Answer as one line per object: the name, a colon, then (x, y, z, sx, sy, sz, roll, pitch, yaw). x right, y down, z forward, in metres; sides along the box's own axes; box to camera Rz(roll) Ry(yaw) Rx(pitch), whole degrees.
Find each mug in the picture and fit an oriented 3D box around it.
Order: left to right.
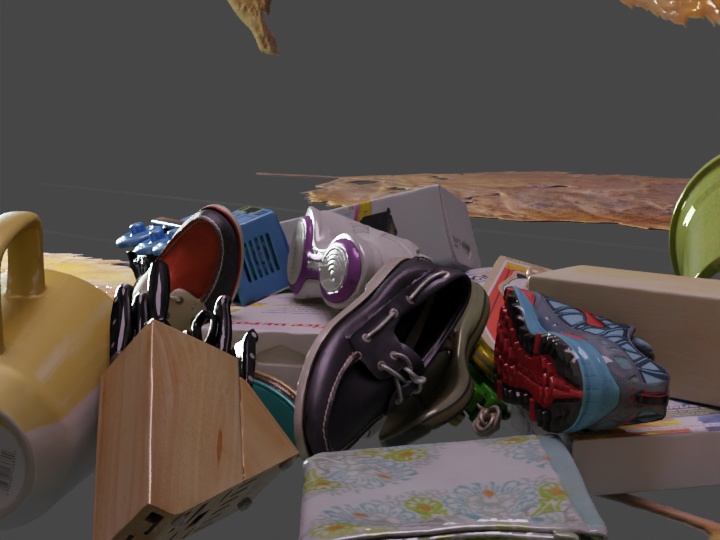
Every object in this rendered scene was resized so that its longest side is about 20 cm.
mug: (-0.238, 0.078, 0.952, 0.149, 0.187, 0.153, -28, 12, 15)

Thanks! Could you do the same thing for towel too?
towel: (0.048, 0.142, 0.861, 0.169, 0.049, 0.200, -1, 9, 0)

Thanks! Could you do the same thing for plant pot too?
plant pot: (0.354, 0.009, 1.252, 0.198, 0.202, 0.184, 1, 22, 19)

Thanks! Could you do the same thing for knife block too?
knife block: (-0.131, 0.078, 0.915, 0.064, 0.176, 0.200, -46, -14, 28)

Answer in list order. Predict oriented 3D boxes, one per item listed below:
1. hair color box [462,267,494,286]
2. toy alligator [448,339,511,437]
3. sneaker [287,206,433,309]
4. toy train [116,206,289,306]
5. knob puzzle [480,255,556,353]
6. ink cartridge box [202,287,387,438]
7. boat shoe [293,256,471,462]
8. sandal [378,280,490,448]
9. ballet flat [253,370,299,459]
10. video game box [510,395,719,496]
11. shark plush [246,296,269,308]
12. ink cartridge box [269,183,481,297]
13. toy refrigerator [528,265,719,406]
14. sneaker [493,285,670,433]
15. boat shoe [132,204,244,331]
hair color box: (0.135, 0.042, 1.402, 0.108, 0.065, 0.200, -6, 12, -27)
toy alligator: (0.092, 0.099, 1.120, 0.054, 0.059, 0.200, 41, 6, -17)
sneaker: (0.000, 0.000, 1.188, 0.099, 0.076, 0.200, 10, 9, -21)
toy train: (-0.142, -0.010, 1.315, 0.114, 0.087, 0.200, -22, 14, -23)
knob puzzle: (0.184, 0.049, 1.242, 0.217, 0.031, 0.220, 9, 30, -5)
ink cartridge box: (-0.027, 0.070, 1.194, 0.143, 0.085, 0.200, 1, 9, 19)
boat shoe: (0.018, 0.058, 1.011, 0.062, 0.073, 0.200, 3, 37, 30)
sandal: (0.047, 0.066, 1.103, 0.080, 0.057, 0.201, -32, 20, 29)
ballet flat: (-0.107, 0.103, 1.080, 0.198, 0.069, 0.063, 5, -3, 30)
video game box: (0.223, 0.108, 1.039, 0.198, 0.047, 0.182, -3, 7, -7)
shark plush: (-0.098, 0.043, 1.373, 0.198, 0.084, 0.091, 0, 11, 16)
ink cartridge box: (0.014, -0.021, 1.528, 0.198, 0.084, 0.146, -13, -9, 14)
toy refrigerator: (0.218, 0.044, 1.054, 0.070, 0.077, 0.199, -9, 10, -39)
sneaker: (0.150, 0.067, 1.001, 0.095, 0.080, 0.200, 5, 15, -12)
boat shoe: (-0.159, 0.035, 1.166, 0.071, 0.201, 0.062, 43, 26, 21)
